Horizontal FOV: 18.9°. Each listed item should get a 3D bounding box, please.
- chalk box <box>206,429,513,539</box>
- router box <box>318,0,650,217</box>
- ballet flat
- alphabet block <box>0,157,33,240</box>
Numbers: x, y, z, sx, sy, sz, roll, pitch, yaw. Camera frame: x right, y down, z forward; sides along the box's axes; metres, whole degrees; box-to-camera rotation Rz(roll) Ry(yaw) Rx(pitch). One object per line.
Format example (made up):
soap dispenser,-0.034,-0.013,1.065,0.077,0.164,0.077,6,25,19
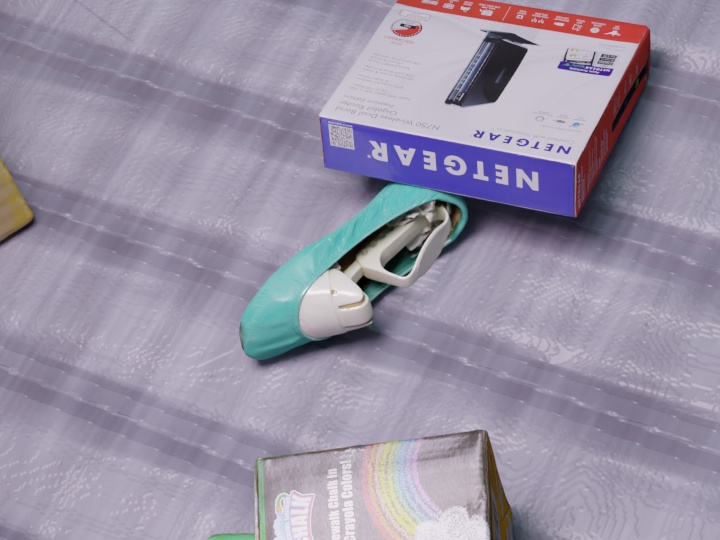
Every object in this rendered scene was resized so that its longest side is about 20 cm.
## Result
chalk box,-0.002,0.194,1.407,0.198,0.124,0.125,-8,58,9
router box,0.095,-0.128,1.592,0.198,0.049,0.180,12,43,19
ballet flat,0.000,0.000,1.554,0.200,0.068,0.070,-41,44,-14
alphabet block,-0.397,-0.095,1.635,0.199,0.197,0.196,-34,59,-9
